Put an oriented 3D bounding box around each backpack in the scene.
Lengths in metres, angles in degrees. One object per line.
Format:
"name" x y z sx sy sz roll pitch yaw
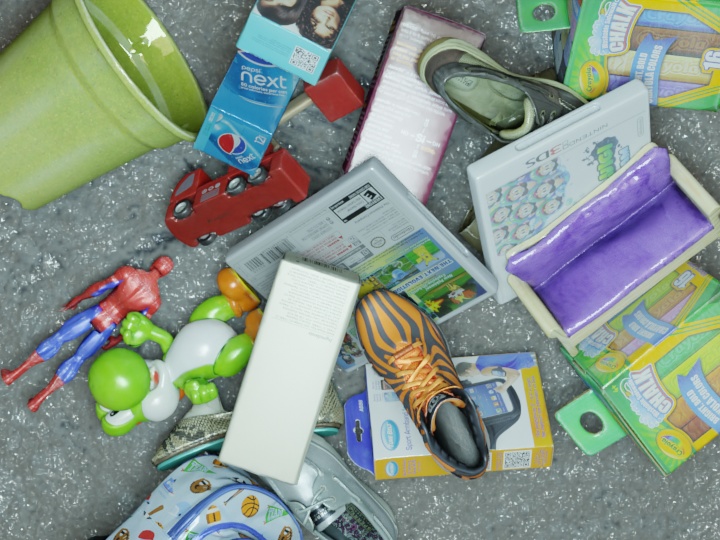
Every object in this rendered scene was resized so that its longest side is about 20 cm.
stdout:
"backpack" -0.151 0.283 1.419 0.191 0.154 0.200 -55 138 -13

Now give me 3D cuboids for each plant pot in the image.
"plant pot" -0.273 -0.158 1.378 0.184 0.200 0.201 -33 97 14

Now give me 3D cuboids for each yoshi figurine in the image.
"yoshi figurine" -0.183 0.085 1.427 0.200 0.112 0.112 -37 106 1

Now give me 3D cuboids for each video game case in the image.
"video game case" 0.000 0.000 1.404 0.199 0.022 0.182 -30 118 33
"video game case" 0.194 -0.070 1.388 0.181 0.200 0.024 -28 53 -8

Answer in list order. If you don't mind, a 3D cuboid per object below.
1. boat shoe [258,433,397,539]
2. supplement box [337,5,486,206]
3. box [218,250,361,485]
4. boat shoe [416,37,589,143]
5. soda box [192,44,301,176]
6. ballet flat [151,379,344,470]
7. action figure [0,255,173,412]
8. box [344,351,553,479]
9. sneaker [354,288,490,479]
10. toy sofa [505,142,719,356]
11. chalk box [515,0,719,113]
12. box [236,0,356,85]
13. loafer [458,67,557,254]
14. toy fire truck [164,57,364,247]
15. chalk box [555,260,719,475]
"boat shoe" -0.033 0.227 1.453 0.070 0.072 0.201 -42 115 13
"supplement box" 0.044 -0.146 1.417 0.085 0.110 0.201 19 96 -4
"box" -0.065 0.090 1.370 0.082 0.068 0.201 19 97 -3
"boat shoe" 0.141 -0.144 1.343 0.200 0.066 0.072 23 122 -25
"soda box" -0.086 -0.189 1.372 0.064 0.068 0.201 25 53 -6
"ballet flat" -0.117 0.146 1.477 0.199 0.068 0.076 -11 76 -6
"action figure" -0.265 0.054 1.462 0.200 0.052 0.066 -40 102 -2
"box" 0.084 0.143 1.453 0.198 0.120 0.042 -3 138 -3
"sneaker" 0.064 0.101 1.350 0.077 0.112 0.201 -35 87 -3
"toy sofa" 0.240 -0.020 1.389 0.200 0.098 0.083 -37 53 5
"chalk box" 0.249 -0.241 1.386 0.198 0.125 0.124 6 132 -4
"box" -0.040 -0.269 1.369 0.082 0.049 0.201 26 52 -5
"loafer" 0.150 -0.105 1.444 0.067 0.076 0.201 14 96 -10
"toy fire truck" -0.094 -0.113 1.421 0.199 0.142 0.049 -22 129 27
"chalk box" 0.286 0.103 1.431 0.200 0.124 0.125 -40 111 2
